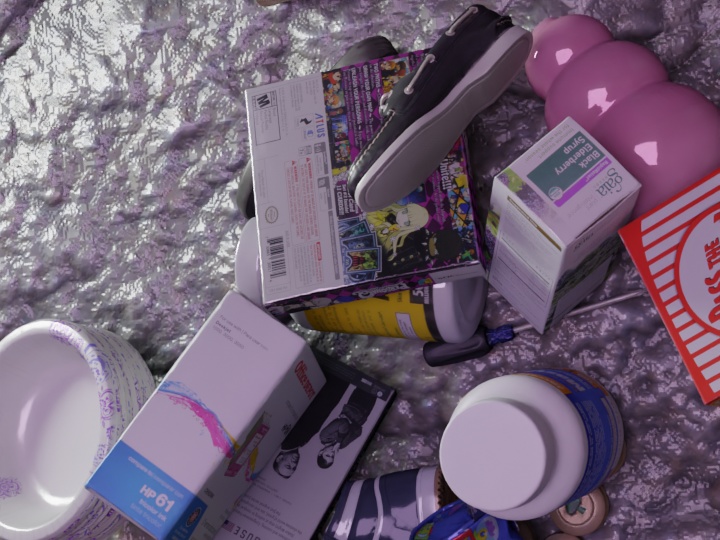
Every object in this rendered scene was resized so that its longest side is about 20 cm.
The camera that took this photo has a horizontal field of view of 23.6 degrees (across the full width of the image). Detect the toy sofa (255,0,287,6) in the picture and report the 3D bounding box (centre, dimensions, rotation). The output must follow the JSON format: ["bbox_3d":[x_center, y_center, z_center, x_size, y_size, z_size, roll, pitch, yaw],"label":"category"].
[{"bbox_3d":[-0.020,-0.297,1.501,0.200,0.098,0.083,-2,64,21],"label":"toy sofa"}]

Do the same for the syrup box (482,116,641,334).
[{"bbox_3d":[0.152,-0.031,1.351,0.079,0.200,0.081,-40,73,-14],"label":"syrup box"}]

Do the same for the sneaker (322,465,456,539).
[{"bbox_3d":[0.028,0.268,1.457,0.108,0.070,0.200,-5,81,16],"label":"sneaker"}]

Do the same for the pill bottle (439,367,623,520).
[{"bbox_3d":[0.132,0.135,1.349,0.112,0.200,0.112,0,89,21],"label":"pill bottle"}]

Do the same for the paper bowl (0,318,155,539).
[{"bbox_3d":[-0.259,0.150,1.552,0.201,0.104,0.201,-10,73,35],"label":"paper bowl"}]

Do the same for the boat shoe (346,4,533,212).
[{"bbox_3d":[0.051,-0.131,1.357,0.060,0.074,0.200,37,78,23],"label":"boat shoe"}]

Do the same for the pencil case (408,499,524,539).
[{"bbox_3d":[0.124,0.268,1.396,0.087,0.078,0.200,-38,101,-13],"label":"pencil case"}]

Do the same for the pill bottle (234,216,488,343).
[{"bbox_3d":[0.000,0.000,1.466,0.200,0.111,0.111,4,91,21],"label":"pill bottle"}]

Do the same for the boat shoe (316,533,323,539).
[{"bbox_3d":[-0.103,0.228,1.531,0.200,0.062,0.073,41,104,16],"label":"boat shoe"}]

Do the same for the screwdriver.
[{"bbox_3d":[0.143,0.046,1.451,0.200,0.029,0.028,-18,83,25],"label":"screwdriver"}]

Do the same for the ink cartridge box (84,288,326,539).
[{"bbox_3d":[-0.122,0.130,1.426,0.085,0.145,0.200,33,79,13],"label":"ink cartridge box"}]

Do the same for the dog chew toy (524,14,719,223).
[{"bbox_3d":[0.207,-0.127,1.387,0.125,0.125,0.200,-43,67,16],"label":"dog chew toy"}]

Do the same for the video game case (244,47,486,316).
[{"bbox_3d":[0.001,-0.074,1.409,0.181,0.036,0.200,-12,67,12],"label":"video game case"}]

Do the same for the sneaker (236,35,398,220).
[{"bbox_3d":[-0.017,-0.096,1.492,0.199,0.076,0.114,-44,69,10],"label":"sneaker"}]

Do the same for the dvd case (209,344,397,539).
[{"bbox_3d":[-0.081,0.158,1.502,0.150,0.025,0.200,27,78,16],"label":"dvd case"}]

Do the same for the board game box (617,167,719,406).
[{"bbox_3d":[0.309,-0.013,1.259,0.200,0.046,0.152,-34,68,24],"label":"board game box"}]

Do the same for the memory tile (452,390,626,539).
[{"bbox_3d":[0.131,0.209,1.465,0.153,0.017,0.200,16,96,21],"label":"memory tile"}]
